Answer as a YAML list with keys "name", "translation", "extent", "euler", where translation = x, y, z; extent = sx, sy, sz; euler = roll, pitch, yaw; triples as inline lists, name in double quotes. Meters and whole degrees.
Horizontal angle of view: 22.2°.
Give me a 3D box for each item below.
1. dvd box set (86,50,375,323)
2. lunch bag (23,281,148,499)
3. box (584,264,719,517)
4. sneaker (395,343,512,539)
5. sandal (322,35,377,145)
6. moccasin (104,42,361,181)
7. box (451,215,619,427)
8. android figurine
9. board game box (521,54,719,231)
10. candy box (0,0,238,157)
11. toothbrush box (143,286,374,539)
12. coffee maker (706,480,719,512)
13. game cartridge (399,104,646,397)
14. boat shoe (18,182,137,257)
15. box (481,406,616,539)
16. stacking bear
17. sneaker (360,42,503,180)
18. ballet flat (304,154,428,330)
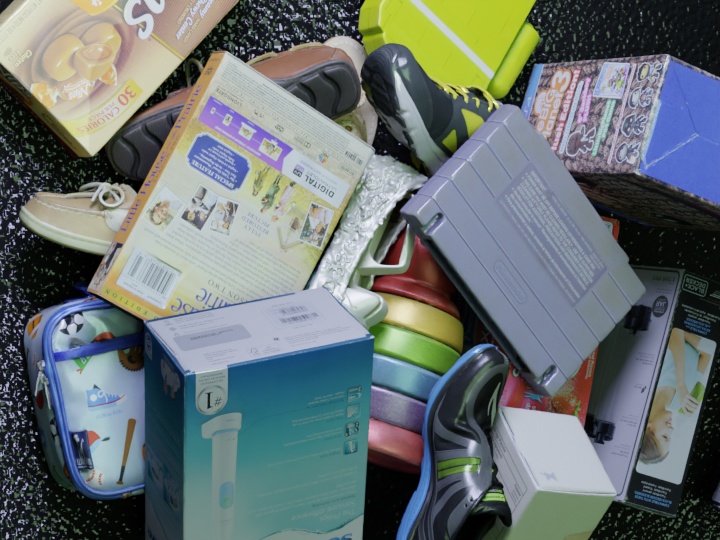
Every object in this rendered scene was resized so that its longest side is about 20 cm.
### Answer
- name: "dvd box set"
  translation: [-0.092, -0.038, 1.347]
  extent: [0.146, 0.029, 0.201]
  euler: [30, 82, -27]
- name: "lunch bag"
  translation: [-0.155, 0.080, 1.386]
  extent: [0.199, 0.075, 0.161]
  euler: [-12, 96, -26]
- name: "box"
  translation: [0.236, 0.099, 1.557]
  extent: [0.060, 0.116, 0.201]
  euler: [19, 83, -28]
- name: "sneaker"
  translation: [0.085, 0.156, 1.390]
  extent: [0.071, 0.082, 0.201]
  euler: [14, 88, -53]
- name: "sandal"
  translation: [-0.022, -0.084, 1.443]
  extent: [0.077, 0.070, 0.213]
  euler: [23, 82, -25]
- name: "moccasin"
  translation: [-0.101, -0.125, 1.402]
  extent: [0.201, 0.078, 0.074]
  euler: [-27, 121, -7]
- name: "box"
  translation: [0.134, 0.045, 1.512]
  extent: [0.099, 0.095, 0.201]
  euler: [11, 88, -26]
- name: "android figurine"
  translation: [0.070, -0.214, 1.490]
  extent: [0.182, 0.041, 0.201]
  euler: [38, 70, -28]
- name: "board game box"
  translation: [0.242, -0.101, 1.500]
  extent: [0.159, 0.200, 0.097]
  euler: [19, 85, -25]
- name: "candy box"
  translation: [-0.180, -0.194, 1.368]
  extent: [0.115, 0.055, 0.200]
  euler: [47, 73, -20]
- name: "toothbrush box"
  translation: [-0.075, 0.128, 1.325]
  extent: [0.146, 0.085, 0.201]
  euler: [-11, 120, -24]
- name: "coffee maker"
  translation: [0.419, 0.143, 1.606]
  extent: [0.134, 0.192, 0.201]
  euler: [17, 87, -42]
- name: "game cartridge"
  translation: [0.130, -0.016, 1.431]
  extent: [0.130, 0.038, 0.200]
  euler: [-47, 116, -21]
- name: "boat shoe"
  translation: [-0.155, -0.043, 1.370]
  extent: [0.200, 0.073, 0.063]
  euler: [8, 103, -23]
- name: "box"
  translation: [0.114, 0.213, 1.459]
  extent: [0.077, 0.095, 0.200]
  euler: [9, 127, -27]
- name: "stacking bear"
  translation: [0.032, 0.050, 1.460]
  extent: [0.121, 0.114, 0.201]
  euler: [21, 79, -23]
- name: "sneaker"
  translation: [0.067, -0.122, 1.435]
  extent: [0.085, 0.075, 0.200]
  euler: [-39, 141, -2]
- name: "ballet flat"
  translation: [0.000, 0.000, 1.402]
  extent: [0.072, 0.072, 0.201]
  euler: [32, 70, -24]
